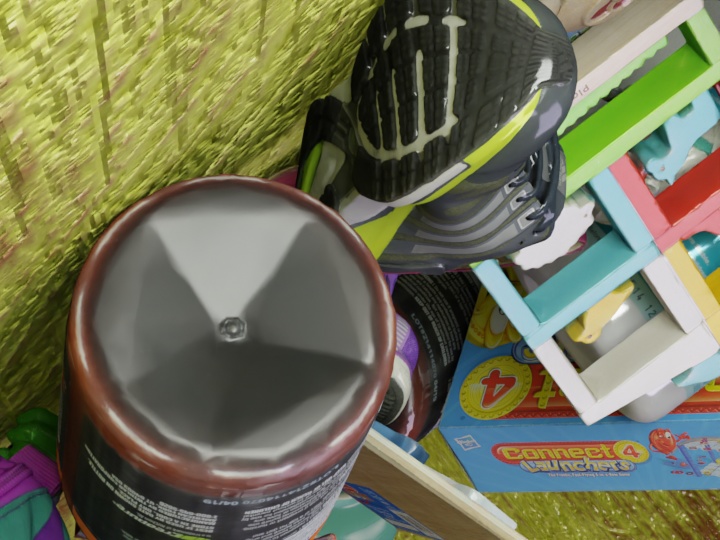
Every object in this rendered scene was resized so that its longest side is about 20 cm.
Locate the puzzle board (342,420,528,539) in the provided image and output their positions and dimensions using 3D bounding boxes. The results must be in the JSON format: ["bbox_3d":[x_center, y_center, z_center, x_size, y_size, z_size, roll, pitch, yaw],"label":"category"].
[{"bbox_3d":[-0.010,0.072,1.085,0.017,0.150,0.200,-57,-167,-9],"label":"puzzle board"}]

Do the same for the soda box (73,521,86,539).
[{"bbox_3d":[-0.085,0.084,1.085,0.200,0.063,0.070,137,-38,-81],"label":"soda box"}]

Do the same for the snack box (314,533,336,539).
[{"bbox_3d":[-0.086,0.164,0.924,0.168,0.068,0.200,-21,-178,6],"label":"snack box"}]

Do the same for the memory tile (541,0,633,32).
[{"bbox_3d":[0.117,-0.134,0.863,0.200,0.017,0.153,-28,163,-26],"label":"memory tile"}]

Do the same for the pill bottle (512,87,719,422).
[{"bbox_3d":[0.173,-0.030,1.157,0.200,0.111,0.111,-36,176,-3],"label":"pill bottle"}]

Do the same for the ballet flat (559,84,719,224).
[{"bbox_3d":[0.068,-0.054,1.105,0.200,0.072,0.072,-6,-160,41],"label":"ballet flat"}]

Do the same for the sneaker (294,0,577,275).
[{"bbox_3d":[0.036,-0.043,0.839,0.081,0.074,0.200,5,168,-15],"label":"sneaker"}]

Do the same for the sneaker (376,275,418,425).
[{"bbox_3d":[-0.014,0.007,1.104,0.084,0.081,0.200,-53,-163,0],"label":"sneaker"}]

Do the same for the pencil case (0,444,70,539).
[{"bbox_3d":[-0.161,0.111,0.850,0.093,0.085,0.200,-57,174,9],"label":"pencil case"}]

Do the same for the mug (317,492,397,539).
[{"bbox_3d":[-0.057,0.100,1.399,0.152,0.186,0.114,-4,151,-38],"label":"mug"}]

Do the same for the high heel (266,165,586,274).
[{"bbox_3d":[0.000,0.000,1.003,0.200,0.096,0.067,-37,176,-34],"label":"high heel"}]

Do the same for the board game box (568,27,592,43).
[{"bbox_3d":[0.128,-0.144,1.001,0.200,0.037,0.151,-41,175,17],"label":"board game box"}]

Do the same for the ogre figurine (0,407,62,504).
[{"bbox_3d":[-0.181,0.155,1.089,0.098,0.201,0.120,8,174,-13],"label":"ogre figurine"}]

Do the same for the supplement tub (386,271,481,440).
[{"bbox_3d":[0.023,0.027,1.338,0.107,0.107,0.200,-42,175,31],"label":"supplement tub"}]

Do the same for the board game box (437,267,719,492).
[{"bbox_3d":[0.158,0.013,1.252,0.199,0.056,0.196,-4,-131,28],"label":"board game box"}]

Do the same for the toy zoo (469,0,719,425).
[{"bbox_3d":[0.113,-0.016,1.026,0.131,0.020,0.200,-38,136,2],"label":"toy zoo"}]

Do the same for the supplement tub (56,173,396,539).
[{"bbox_3d":[-0.052,0.049,0.881,0.107,0.107,0.200,-38,170,-19],"label":"supplement tub"}]

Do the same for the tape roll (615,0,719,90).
[{"bbox_3d":[0.176,-0.144,1.216,0.202,0.071,0.202,-39,175,-4],"label":"tape roll"}]
